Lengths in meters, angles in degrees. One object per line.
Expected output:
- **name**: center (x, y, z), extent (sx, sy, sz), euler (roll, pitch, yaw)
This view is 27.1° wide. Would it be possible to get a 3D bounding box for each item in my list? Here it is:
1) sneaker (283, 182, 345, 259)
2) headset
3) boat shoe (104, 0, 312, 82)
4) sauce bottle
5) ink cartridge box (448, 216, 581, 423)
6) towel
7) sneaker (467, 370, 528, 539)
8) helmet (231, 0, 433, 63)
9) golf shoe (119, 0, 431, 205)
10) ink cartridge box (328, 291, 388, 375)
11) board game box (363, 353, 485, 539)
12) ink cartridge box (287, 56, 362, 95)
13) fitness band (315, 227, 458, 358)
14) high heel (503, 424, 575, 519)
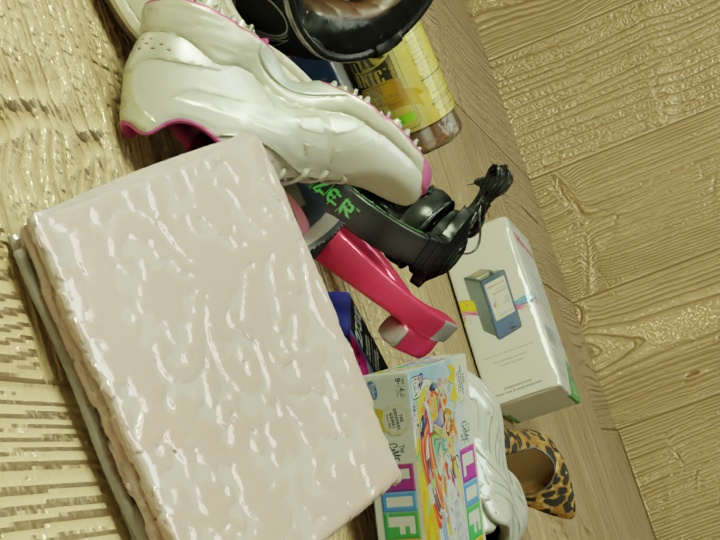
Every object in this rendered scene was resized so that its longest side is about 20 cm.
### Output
- **sneaker**: center (-0.075, -0.022, 0.873), extent (0.082, 0.070, 0.200), euler (45, 15, 4)
- **headset**: center (0.038, -0.054, 1.065), extent (0.124, 0.094, 0.199), euler (46, 17, 31)
- **boat shoe**: center (-0.102, -0.143, 0.900), extent (0.200, 0.072, 0.059), euler (45, -21, -24)
- **sauce bottle**: center (0.012, -0.183, 1.109), extent (0.065, 0.064, 0.202), euler (-74, 140, -69)
- **ink cartridge box**: center (0.170, 0.058, 1.677), extent (0.145, 0.087, 0.202), euler (35, 39, -69)
- **towel**: center (-0.066, 0.045, 0.715), extent (0.191, 0.032, 0.202), euler (-28, 97, -56)
- **sneaker**: center (0.086, 0.166, 1.195), extent (0.100, 0.077, 0.201), euler (-78, 145, -61)
- **helmet**: center (-0.048, -0.243, 0.961), extent (0.190, 0.200, 0.200), euler (40, -6, 35)
- **golf shoe**: center (-0.051, -0.075, 0.856), extent (0.199, 0.075, 0.092), euler (28, 75, -21)
- **ink cartridge box**: center (0.000, 0.088, 1.049), extent (0.095, 0.037, 0.201), euler (-91, 155, -56)
- **board game box**: center (0.048, 0.162, 0.994), extent (0.134, 0.034, 0.203), euler (-7, 91, -70)
- **ink cartridge box**: center (-0.047, -0.165, 1.142), extent (0.137, 0.076, 0.201), euler (-87, 155, -60)
- **fitness band**: center (0.000, 0.000, 1.062), extent (0.144, 0.037, 0.200), euler (45, 4, 17)
- **high heel**: center (0.143, 0.191, 1.372), extent (0.200, 0.071, 0.143), euler (47, 14, -19)
